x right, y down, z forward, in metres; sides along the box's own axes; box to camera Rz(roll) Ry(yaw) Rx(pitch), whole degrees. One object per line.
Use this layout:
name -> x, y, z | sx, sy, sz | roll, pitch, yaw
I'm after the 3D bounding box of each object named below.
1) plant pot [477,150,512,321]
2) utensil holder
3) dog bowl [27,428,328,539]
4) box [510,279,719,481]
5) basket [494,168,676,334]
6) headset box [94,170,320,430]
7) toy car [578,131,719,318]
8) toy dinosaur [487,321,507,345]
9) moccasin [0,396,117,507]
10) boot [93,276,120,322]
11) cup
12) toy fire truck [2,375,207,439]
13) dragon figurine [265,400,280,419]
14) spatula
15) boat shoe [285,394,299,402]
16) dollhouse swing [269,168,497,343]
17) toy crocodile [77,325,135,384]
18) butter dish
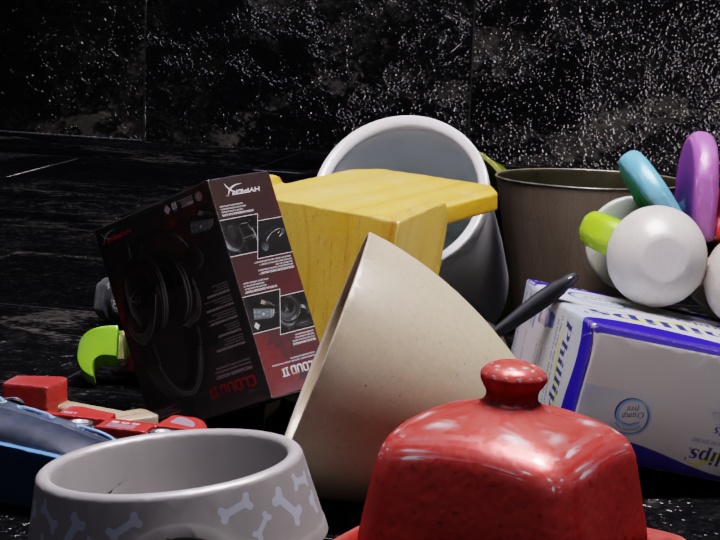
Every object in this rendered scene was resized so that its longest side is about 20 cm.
plant pot -> 0.144, -0.025, 2.063 | 0.200, 0.201, 0.193 | 10, 0, 39
utensil holder -> 0.054, -0.026, 1.824 | 0.169, 0.170, 0.200 | 5, -27, 14
dog bowl -> -0.123, 0.151, 1.230 | 0.199, 0.059, 0.200 | -5, 9, 1
box -> 0.231, 0.089, 1.508 | 0.183, 0.105, 0.200 | 11, 8, -12
basket -> 0.212, 0.012, 1.755 | 0.180, 0.201, 0.136 | 2, 10, 3
headset box -> -0.119, 0.038, 1.527 | 0.149, 0.201, 0.077 | -19, -5, 41
toy car -> 0.289, -0.039, 1.583 | 0.199, 0.150, 0.175 | 14, 6, -2
toy dinosaur -> 0.083, 0.064, 1.705 | 0.102, 0.077, 0.200 | -11, 3, -40
moccasin -> -0.263, 0.130, 1.366 | 0.199, 0.081, 0.068 | 19, 29, 16
boot -> -0.151, 0.031, 1.952 | 0.200, 0.066, 0.165 | 6, 19, 38
cup -> 0.034, 0.091, 1.378 | 0.143, 0.201, 0.200 | 22, 9, -3
toy fire truck -> -0.201, 0.126, 1.452 | 0.199, 0.049, 0.141 | 5, 10, 13
dragon figurine -> -0.067, 0.072, 1.638 | 0.200, 0.059, 0.099 | -24, 33, -9
spatula -> 0.088, 0.055, 1.494 | 0.200, 0.021, 0.057 | -29, -4, 12
boat shoe -> -0.029, 0.071, 1.738 | 0.071, 0.070, 0.200 | 3, 13, 12
dollhouse swing -> 0.000, 0.000, 1.607 | 0.200, 0.182, 0.176 | 10, 2, 38
toy crocodile -> -0.160, 0.076, 1.726 | 0.199, 0.062, 0.068 | 5, -27, -13
butter dish -> 0.094, 0.130, 1.206 | 0.199, 0.148, 0.199 | 8, 12, 29
